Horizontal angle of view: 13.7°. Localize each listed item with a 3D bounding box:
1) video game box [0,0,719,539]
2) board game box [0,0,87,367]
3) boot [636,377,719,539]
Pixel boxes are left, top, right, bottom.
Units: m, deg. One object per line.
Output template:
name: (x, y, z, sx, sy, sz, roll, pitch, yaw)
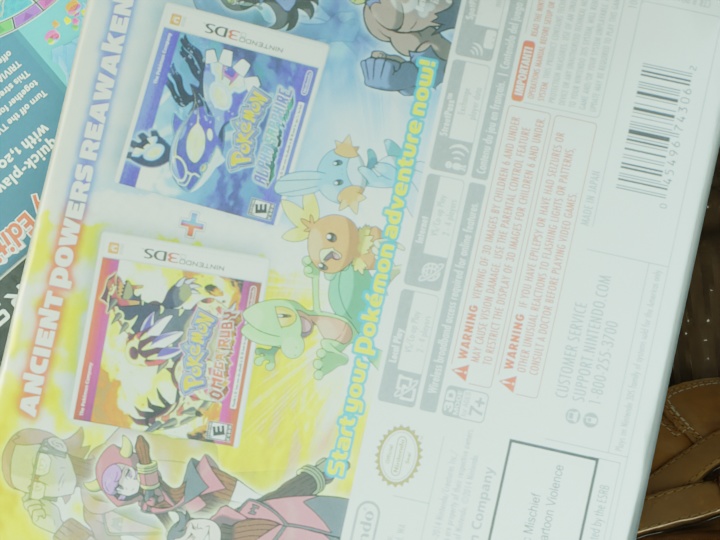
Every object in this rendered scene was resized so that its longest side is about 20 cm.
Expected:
video game box: (0.000, 0.000, 0.834, 0.181, 0.047, 0.201, 13, 84, 4)
board game box: (-0.134, -0.059, 0.889, 0.151, 0.047, 0.200, -40, 94, -3)
boot: (0.157, 0.084, 0.881, 0.199, 0.155, 0.074, -6, 124, -31)
